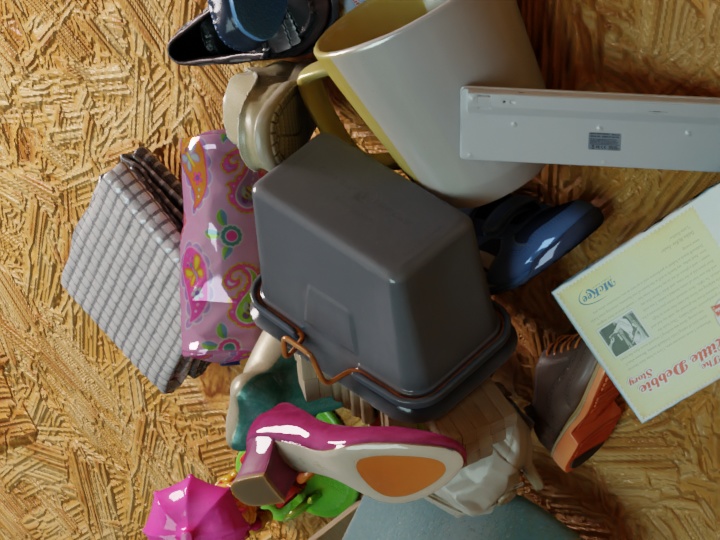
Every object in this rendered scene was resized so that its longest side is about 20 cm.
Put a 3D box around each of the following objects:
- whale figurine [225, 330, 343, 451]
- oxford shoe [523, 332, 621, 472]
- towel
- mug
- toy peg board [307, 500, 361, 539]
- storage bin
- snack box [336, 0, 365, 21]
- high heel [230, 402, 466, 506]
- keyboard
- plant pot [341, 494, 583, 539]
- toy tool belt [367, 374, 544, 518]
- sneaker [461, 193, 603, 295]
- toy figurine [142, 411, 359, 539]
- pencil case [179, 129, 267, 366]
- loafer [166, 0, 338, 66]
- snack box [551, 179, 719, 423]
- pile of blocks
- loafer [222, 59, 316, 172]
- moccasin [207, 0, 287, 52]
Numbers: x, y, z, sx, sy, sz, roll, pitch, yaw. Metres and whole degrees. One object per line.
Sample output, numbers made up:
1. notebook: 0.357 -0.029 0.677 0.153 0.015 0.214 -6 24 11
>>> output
1. whale figurine: -0.031 0.077 1.704 0.104 0.200 0.159 27 132 18
2. oxford shoe: 0.169 0.074 1.590 0.073 0.071 0.200 45 142 22
3. towel: -0.184 -0.002 1.910 0.166 0.086 0.200 48 143 14
4. mug: 0.060 -0.132 1.521 0.153 0.149 0.187 60 166 -18
5. toy peg board: -0.030 0.346 1.904 0.200 0.199 0.098 56 161 -7
6. storage bin: 0.000 0.000 1.530 0.200 0.146 0.134 33 150 35
7. snack box: 0.003 -0.207 1.605 0.072 0.024 0.200 -7 111 50
8. high heel: -0.001 0.124 1.545 0.200 0.096 0.067 -16 124 35
9. keyboard: 0.168 -0.096 1.430 0.200 0.011 0.056 4 126 8
10. plant pot: 0.103 0.289 1.692 0.200 0.196 0.196 -4 135 38
11. toy tool belt: 0.061 0.104 1.654 0.200 0.123 0.125 46 103 18
12. sneaker: 0.100 -0.028 1.589 0.200 0.074 0.082 -19 100 51
13. toy figurine: -0.125 0.216 1.916 0.150 0.184 0.200 51 143 7
14. pencil case: -0.111 -0.019 1.760 0.087 0.087 0.200 -4 87 49
15. loafer: -0.088 -0.193 1.662 0.200 0.063 0.072 -10 104 59
16. snack box: 0.242 0.011 1.443 0.200 0.037 0.116 -35 89 34
17. pile of blocks: 0.031 0.093 1.577 0.200 0.082 0.062 27 140 31
18. loafer: -0.074 -0.117 1.618 0.068 0.200 0.076 -3 104 8
19. moccasin: -0.101 -0.242 1.593 0.068 0.200 0.080 -27 139 28
